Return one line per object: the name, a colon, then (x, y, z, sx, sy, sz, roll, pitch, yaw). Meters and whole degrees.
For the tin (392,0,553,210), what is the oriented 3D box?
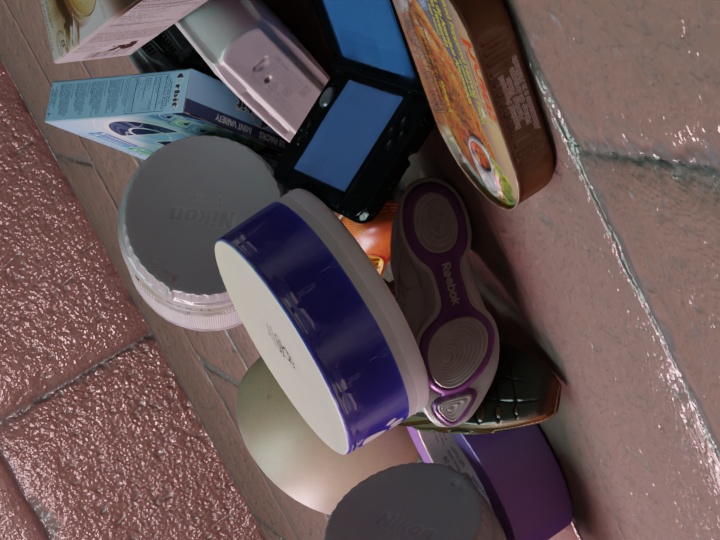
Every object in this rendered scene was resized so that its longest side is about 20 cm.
tin: (0.077, -0.133, 1.267, 0.112, 0.042, 0.201, 47, 162, 55)

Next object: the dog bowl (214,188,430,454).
dog bowl: (-0.032, 0.041, 1.470, 0.201, 0.078, 0.200, 54, 166, 19)

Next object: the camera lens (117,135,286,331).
camera lens: (-0.143, -0.033, 1.733, 0.161, 0.159, 0.200, 57, 172, 6)

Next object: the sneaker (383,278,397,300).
sneaker: (0.048, 0.036, 1.652, 0.074, 0.083, 0.199, 24, 168, -34)

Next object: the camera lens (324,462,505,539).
camera lens: (0.063, 0.291, 1.648, 0.160, 0.159, 0.201, 43, 160, 49)

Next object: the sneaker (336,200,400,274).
sneaker: (0.000, 0.000, 1.634, 0.200, 0.072, 0.078, 122, 144, -58)

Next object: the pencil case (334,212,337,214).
pencil case: (-0.019, -0.051, 1.707, 0.200, 0.088, 0.079, 94, 171, -66)

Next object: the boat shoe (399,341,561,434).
boat shoe: (0.091, 0.103, 1.578, 0.199, 0.076, 0.074, 0, 160, 45)

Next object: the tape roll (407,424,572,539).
tape roll: (0.112, 0.167, 1.721, 0.201, 0.065, 0.201, 55, 166, 21)

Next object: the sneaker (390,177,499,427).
sneaker: (0.066, 0.025, 1.526, 0.100, 0.074, 0.202, -178, 82, -82)

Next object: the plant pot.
plant pot: (-0.008, 0.125, 1.872, 0.201, 0.199, 0.135, 54, 131, 19)

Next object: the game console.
game console: (-0.024, -0.151, 1.438, 0.116, 0.177, 0.200, 33, 178, -25)

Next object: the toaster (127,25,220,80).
toaster: (-0.172, -0.235, 1.797, 0.201, 0.113, 0.129, 52, 170, 8)

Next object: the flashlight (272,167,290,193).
flashlight: (-0.126, -0.139, 1.931, 0.201, 0.068, 0.068, 54, -168, 19)

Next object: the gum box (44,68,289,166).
gum box: (-0.169, -0.139, 1.759, 0.199, 0.045, 0.169, 2, 167, 43)

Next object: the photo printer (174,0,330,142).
photo printer: (-0.110, -0.210, 1.616, 0.200, 0.069, 0.166, 51, -174, 40)

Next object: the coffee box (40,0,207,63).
coffee box: (-0.194, -0.251, 1.520, 0.200, 0.079, 0.114, -19, 83, 60)
